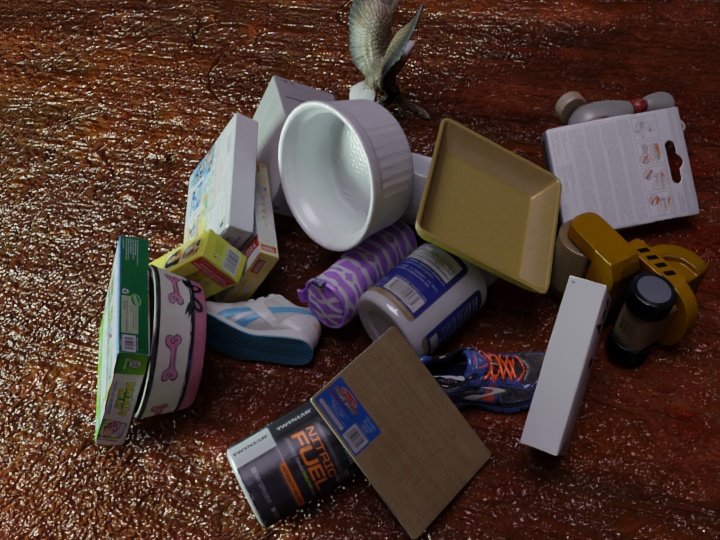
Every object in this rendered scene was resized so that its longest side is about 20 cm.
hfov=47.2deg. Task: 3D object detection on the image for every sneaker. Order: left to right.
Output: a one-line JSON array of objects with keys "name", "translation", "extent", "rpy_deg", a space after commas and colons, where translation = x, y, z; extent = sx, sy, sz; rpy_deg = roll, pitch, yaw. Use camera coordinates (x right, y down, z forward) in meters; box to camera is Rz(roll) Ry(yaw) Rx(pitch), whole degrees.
[{"name": "sneaker", "translation": [-0.149, 0.077, 1.178], "extent": [0.195, 0.078, 0.082], "rpy_deg": [11, 45, 13]}, {"name": "sneaker", "translation": [0.156, 0.135, 1.049], "extent": [0.195, 0.079, 0.077], "rpy_deg": [-10, 49, 4]}]

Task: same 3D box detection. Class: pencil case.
[{"name": "pencil case", "translation": [0.000, 0.000, 1.174], "extent": [0.084, 0.086, 0.199], "rpy_deg": [16, 40, 35]}]

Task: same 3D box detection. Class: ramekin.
[{"name": "ramekin", "translation": [-0.017, -0.137, 1.135], "extent": [0.096, 0.204, 0.199], "rpy_deg": [-20, 43, -39]}]

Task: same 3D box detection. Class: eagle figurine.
[{"name": "eagle figurine", "translation": [0.048, -0.373, 1.415], "extent": [0.148, 0.202, 0.153], "rpy_deg": [4, 52, 16]}]

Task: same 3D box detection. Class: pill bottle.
[{"name": "pill bottle", "translation": [-0.056, 0.217, 1.011], "extent": [0.197, 0.107, 0.107], "rpy_deg": [-29, 50, -12]}, {"name": "pill bottle", "translation": [0.103, 0.026, 1.123], "extent": [0.199, 0.121, 0.119], "rpy_deg": [-38, 53, -23]}]

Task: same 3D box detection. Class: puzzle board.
[{"name": "puzzle board", "translation": [0.050, 0.190, 0.987], "extent": [0.150, 0.017, 0.201], "rpy_deg": [-37, 87, -31]}]

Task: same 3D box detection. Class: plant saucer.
[{"name": "plant saucer", "translation": [0.167, -0.079, 1.101], "extent": [0.197, 0.049, 0.203], "rpy_deg": [26, 55, -12]}]

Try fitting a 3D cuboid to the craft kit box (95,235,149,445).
[{"name": "craft kit box", "translation": [-0.324, 0.095, 1.119], "extent": [0.047, 0.199, 0.203], "rpy_deg": [9, 44, -24]}]

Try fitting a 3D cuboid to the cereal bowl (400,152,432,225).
[{"name": "cereal bowl", "translation": [0.096, -0.116, 1.235], "extent": [0.195, 0.085, 0.201], "rpy_deg": [13, 16, -4]}]

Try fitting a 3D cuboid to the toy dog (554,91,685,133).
[{"name": "toy dog", "translation": [0.399, -0.223, 1.302], "extent": [0.194, 0.098, 0.134], "rpy_deg": [4, 47, -3]}]

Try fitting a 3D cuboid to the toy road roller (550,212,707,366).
[{"name": "toy road roller", "translation": [0.357, 0.011, 1.084], "extent": [0.144, 0.125, 0.201], "rpy_deg": [-23, 53, -24]}]

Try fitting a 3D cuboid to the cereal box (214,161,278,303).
[{"name": "cereal box", "translation": [-0.180, -0.050, 1.247], "extent": [0.039, 0.144, 0.203], "rpy_deg": [18, 40, -29]}]

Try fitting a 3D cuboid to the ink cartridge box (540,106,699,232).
[{"name": "ink cartridge box", "translation": [0.374, -0.139, 1.199], "extent": [0.195, 0.047, 0.164], "rpy_deg": [-10, 83, 2]}]

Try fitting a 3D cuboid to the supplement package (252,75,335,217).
[{"name": "supplement package", "translation": [-0.095, -0.192, 1.324], "extent": [0.117, 0.122, 0.203], "rpy_deg": [12, 41, -30]}]

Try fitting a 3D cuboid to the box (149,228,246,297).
[{"name": "box", "translation": [-0.256, 0.010, 1.190], "extent": [0.197, 0.075, 0.051], "rpy_deg": [-22, 41, 37]}]

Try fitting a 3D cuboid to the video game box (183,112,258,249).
[{"name": "video game box", "translation": [-0.214, -0.102, 1.248], "extent": [0.046, 0.181, 0.204], "rpy_deg": [18, 54, -30]}]

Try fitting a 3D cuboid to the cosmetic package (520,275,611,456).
[{"name": "cosmetic package", "translation": [0.248, 0.116, 0.985], "extent": [0.050, 0.082, 0.205], "rpy_deg": [16, 85, 25]}]

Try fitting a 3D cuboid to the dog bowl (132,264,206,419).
[{"name": "dog bowl", "translation": [-0.260, 0.098, 1.109], "extent": [0.072, 0.202, 0.203], "rpy_deg": [7, 44, -22]}]
